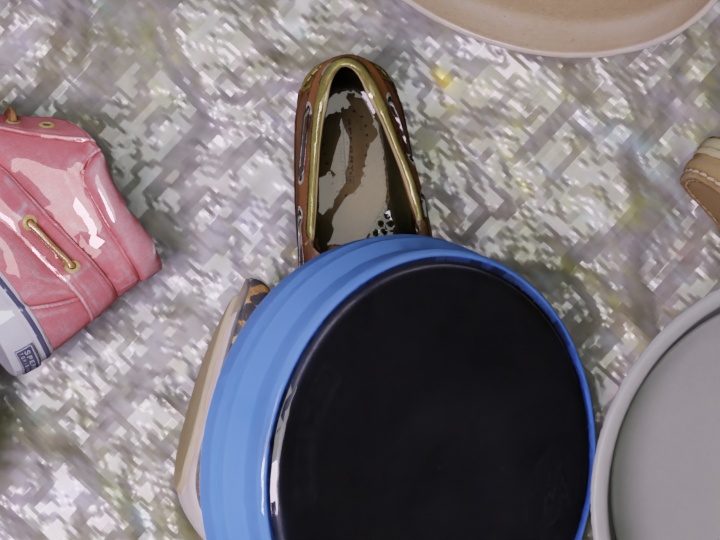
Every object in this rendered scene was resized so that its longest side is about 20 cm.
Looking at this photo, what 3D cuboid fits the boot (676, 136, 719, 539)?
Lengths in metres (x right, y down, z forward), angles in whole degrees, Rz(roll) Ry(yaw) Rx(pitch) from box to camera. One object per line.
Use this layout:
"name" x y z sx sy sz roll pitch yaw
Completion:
"boot" 0.180 0.054 0.839 0.155 0.073 0.200 -41 90 -2

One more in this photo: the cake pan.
"cake pan" 0.194 0.097 0.784 0.200 0.037 0.201 0 90 -3

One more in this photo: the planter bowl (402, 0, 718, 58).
"planter bowl" 0.090 -0.212 0.822 0.200 0.200 0.135 23 58 4

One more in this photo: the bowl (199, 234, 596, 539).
"bowl" 0.024 0.084 0.796 0.200 0.039 0.201 -1 92 -37

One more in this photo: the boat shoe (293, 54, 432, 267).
"boat shoe" 0.000 0.000 0.849 0.072 0.068 0.200 -12 85 -1

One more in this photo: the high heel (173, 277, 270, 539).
"high heel" -0.015 0.111 0.848 0.142 0.071 0.200 10 81 -10

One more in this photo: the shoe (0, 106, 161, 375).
"shoe" -0.183 -0.052 0.864 0.091 0.071 0.200 -36 78 -18
